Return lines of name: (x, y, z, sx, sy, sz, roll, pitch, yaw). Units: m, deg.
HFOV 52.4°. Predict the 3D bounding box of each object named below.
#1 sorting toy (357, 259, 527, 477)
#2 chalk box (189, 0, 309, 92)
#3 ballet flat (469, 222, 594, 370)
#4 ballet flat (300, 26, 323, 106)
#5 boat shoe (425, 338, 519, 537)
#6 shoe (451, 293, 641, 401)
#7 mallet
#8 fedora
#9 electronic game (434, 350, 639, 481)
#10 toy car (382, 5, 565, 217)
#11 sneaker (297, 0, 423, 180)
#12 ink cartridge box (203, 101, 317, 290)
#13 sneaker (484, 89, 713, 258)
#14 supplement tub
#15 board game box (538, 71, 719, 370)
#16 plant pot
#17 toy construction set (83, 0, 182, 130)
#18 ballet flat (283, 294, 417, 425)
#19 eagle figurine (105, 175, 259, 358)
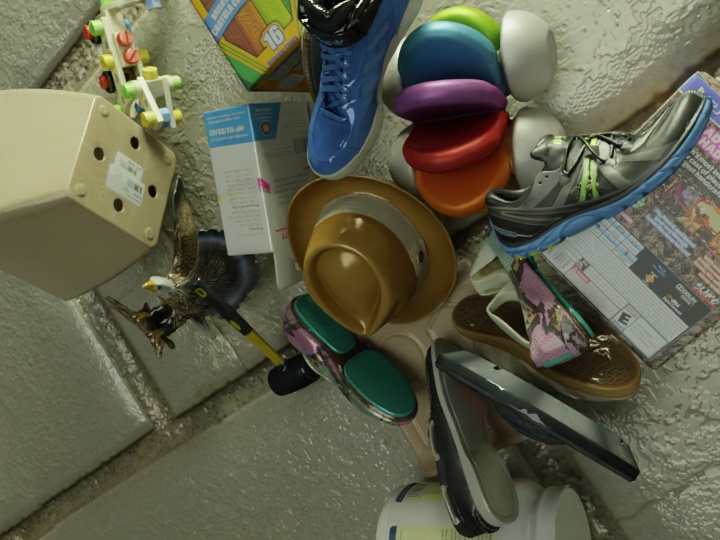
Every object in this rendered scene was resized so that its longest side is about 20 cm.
sorting toy: (0.099, 0.112, 0.822, 0.185, 0.036, 0.200, -32, 81, 31)
chalk box: (-0.098, -0.304, 0.769, 0.125, 0.124, 0.200, -37, 83, 30)
ballet flat: (0.146, 0.014, 0.686, 0.071, 0.200, 0.069, -32, 129, 11)
ballet flat: (-0.031, -0.190, 0.739, 0.046, 0.200, 0.067, 35, 79, 21)
boat shoe: (0.098, 0.166, 0.743, 0.060, 0.074, 0.200, -40, 55, 35)
shoe: (0.174, 0.075, 0.691, 0.200, 0.070, 0.053, 24, 150, 46)
mallet: (-0.123, 0.075, 0.883, 0.066, 0.041, 0.200, -21, 122, 26)
fedora: (0.000, 0.000, 0.748, 0.200, 0.082, 0.201, 13, 135, 14)
electronic game: (0.156, 0.131, 0.662, 0.200, 0.200, 0.042, 29, 86, 20)
toy car: (0.091, -0.147, 0.689, 0.175, 0.150, 0.200, -3, 101, 30)
sneaker: (-0.020, -0.180, 0.621, 0.077, 0.111, 0.200, 30, 102, 30)
ink cartridge box: (-0.102, -0.086, 0.832, 0.068, 0.115, 0.200, -3, 101, 30)
sneaker: (0.183, -0.082, 0.587, 0.199, 0.071, 0.083, -33, 91, 34)
supplement tub: (0.132, 0.299, 0.784, 0.200, 0.145, 0.145, -12, 96, 31)
board game box: (0.280, -0.044, 0.641, 0.159, 0.097, 0.200, 47, 120, 11)
plant pot: (-0.340, -0.100, 0.875, 0.177, 0.200, 0.200, -9, 61, 28)
toy construction set: (-0.276, -0.269, 0.897, 0.131, 0.092, 0.200, 6, 99, 53)
ballet flat: (-0.016, 0.110, 0.830, 0.200, 0.069, 0.071, 42, 136, 23)
eagle figurine: (-0.217, 0.007, 0.917, 0.152, 0.151, 0.200, 33, 98, -13)
